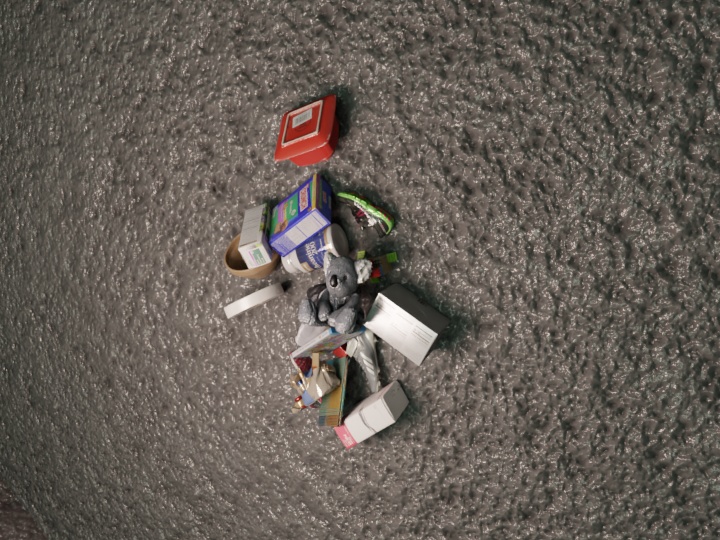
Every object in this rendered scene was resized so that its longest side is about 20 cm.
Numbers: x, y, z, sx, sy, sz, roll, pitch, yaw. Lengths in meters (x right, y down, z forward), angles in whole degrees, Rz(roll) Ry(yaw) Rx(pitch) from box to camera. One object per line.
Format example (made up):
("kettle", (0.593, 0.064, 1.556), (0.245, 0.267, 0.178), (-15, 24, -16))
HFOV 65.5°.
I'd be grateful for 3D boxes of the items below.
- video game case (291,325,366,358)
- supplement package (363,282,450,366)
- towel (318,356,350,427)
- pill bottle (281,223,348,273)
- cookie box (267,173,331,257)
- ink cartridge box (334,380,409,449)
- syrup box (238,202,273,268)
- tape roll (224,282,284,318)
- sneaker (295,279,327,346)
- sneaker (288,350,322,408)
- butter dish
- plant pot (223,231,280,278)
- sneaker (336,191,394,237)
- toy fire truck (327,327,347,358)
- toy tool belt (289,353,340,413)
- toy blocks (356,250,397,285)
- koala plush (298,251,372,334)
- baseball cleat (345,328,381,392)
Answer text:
("video game case", (-0.094, 0.210, 1.647), (0.199, 0.140, 0.018), (-36, 64, 39))
("supplement package", (0.134, 0.148, 1.593), (0.198, 0.155, 0.113), (35, 111, 15))
("towel", (-0.081, 0.374, 1.723), (0.146, 0.021, 0.207), (-23, 56, 59))
("pill bottle", (-0.142, -0.060, 1.707), (0.195, 0.110, 0.114), (-19, 92, 26))
("cookie box", (-0.180, -0.165, 1.675), (0.197, 0.174, 0.075), (-33, 127, 25))
("ink cartridge box", (0.036, 0.434, 1.694), (0.198, 0.146, 0.084), (-36, 87, 26))
("syrup box", (-0.309, -0.107, 1.697), (0.079, 0.203, 0.080), (-17, 129, 10))
("tape roll", (-0.337, 0.095, 1.776), (0.199, 0.202, 0.038), (-25, 89, 26))
("sneaker", (-0.137, 0.124, 1.675), (0.075, 0.114, 0.203), (31, 96, -30))
("sneaker", (-0.179, 0.354, 1.817), (0.074, 0.080, 0.203), (-33, 85, 27))
("butter dish", (-0.133, -0.381, 1.635), (0.195, 0.148, 0.205), (-13, 54, 27))
("plant pot", (-0.327, -0.044, 1.783), (0.195, 0.205, 0.094), (0, 140, 24))
("sneaker", (0.004, -0.165, 1.641), (0.198, 0.076, 0.085), (35, 108, 16))
("toy fire truck", (-0.086, 0.161, 1.756), (0.199, 0.048, 0.143), (40, 114, 14))
("toy tool belt", (-0.157, 0.339, 1.712), (0.199, 0.123, 0.125), (-39, 78, 38))
("toy blocks", (0.000, 0.000, 1.638), (0.195, 0.136, 0.103), (-11, 95, 25))
("koala plush", (-0.055, 0.054, 1.536), (0.172, 0.183, 0.207), (8, 93, 25))
("baseball cleat", (0.008, 0.273, 1.711), (0.103, 0.070, 0.207), (-6, 89, -5))
